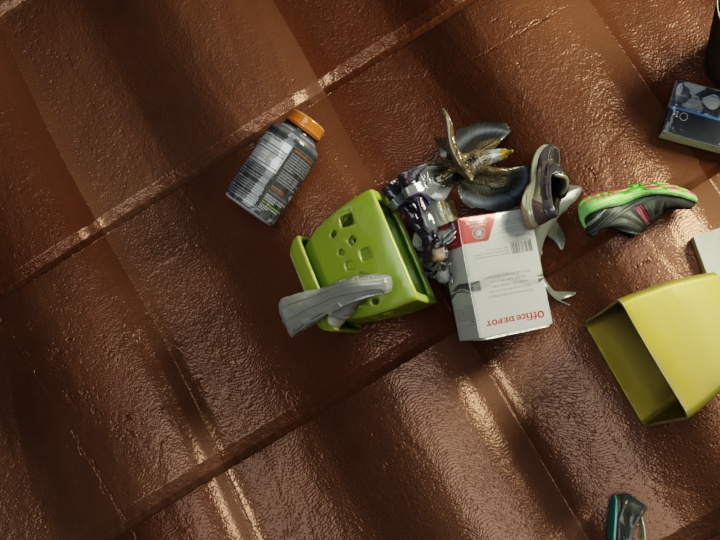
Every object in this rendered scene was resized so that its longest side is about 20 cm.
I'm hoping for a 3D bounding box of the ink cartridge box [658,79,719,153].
[{"bbox_3d":[0.624,-0.252,1.513,0.198,0.039,0.100,17,84,10],"label":"ink cartridge box"}]

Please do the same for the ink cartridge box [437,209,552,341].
[{"bbox_3d":[0.224,0.009,1.479,0.145,0.083,0.202,-8,86,-23],"label":"ink cartridge box"}]

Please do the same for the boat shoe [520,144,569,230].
[{"bbox_3d":[0.320,-0.145,1.485,0.064,0.072,0.201,-8,36,30],"label":"boat shoe"}]

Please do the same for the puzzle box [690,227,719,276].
[{"bbox_3d":[0.651,0.018,1.477,0.132,0.025,0.202,-17,80,6],"label":"puzzle box"}]

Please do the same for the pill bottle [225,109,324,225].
[{"bbox_3d":[-0.147,-0.190,1.591,0.106,0.106,0.201,34,88,12],"label":"pill bottle"}]

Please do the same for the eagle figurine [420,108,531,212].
[{"bbox_3d":[0.202,-0.183,1.511,0.150,0.199,0.153,22,103,26],"label":"eagle figurine"}]

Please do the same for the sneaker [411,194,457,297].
[{"bbox_3d":[0.138,-0.041,1.553,0.087,0.075,0.202,-17,87,34],"label":"sneaker"}]

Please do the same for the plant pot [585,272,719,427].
[{"bbox_3d":[0.506,0.114,1.411,0.175,0.200,0.201,-27,79,-8],"label":"plant pot"}]

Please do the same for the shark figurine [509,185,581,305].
[{"bbox_3d":[0.310,-0.048,1.510,0.127,0.090,0.217,4,81,11],"label":"shark figurine"}]

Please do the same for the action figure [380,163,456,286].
[{"bbox_3d":[0.110,-0.066,1.450,0.069,0.130,0.202,-22,86,-26],"label":"action figure"}]

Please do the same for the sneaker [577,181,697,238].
[{"bbox_3d":[0.472,-0.101,1.508,0.198,0.077,0.085,-9,106,6],"label":"sneaker"}]

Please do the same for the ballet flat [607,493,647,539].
[{"bbox_3d":[0.425,0.466,1.431,0.068,0.068,0.202,14,85,2],"label":"ballet flat"}]

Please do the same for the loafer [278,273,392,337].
[{"bbox_3d":[-0.036,0.054,1.380,0.198,0.070,0.070,-17,88,27],"label":"loafer"}]

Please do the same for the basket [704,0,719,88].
[{"bbox_3d":[0.643,-0.376,1.444,0.136,0.200,0.180,-43,77,2],"label":"basket"}]

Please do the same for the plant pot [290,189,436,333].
[{"bbox_3d":[0.000,0.000,1.500,0.180,0.200,0.201,-26,80,12],"label":"plant pot"}]
